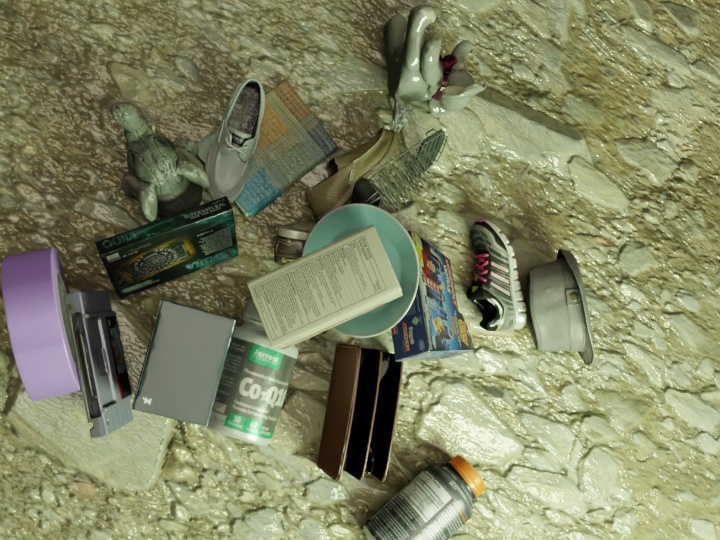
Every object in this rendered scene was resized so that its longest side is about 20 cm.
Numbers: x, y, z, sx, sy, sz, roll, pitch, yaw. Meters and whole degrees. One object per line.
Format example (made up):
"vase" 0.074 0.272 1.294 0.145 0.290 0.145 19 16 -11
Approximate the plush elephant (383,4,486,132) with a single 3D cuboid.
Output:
"plush elephant" 0.130 -0.329 1.265 0.152 0.164 0.204 1 93 -18

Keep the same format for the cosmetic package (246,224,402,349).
"cosmetic package" -0.048 0.027 1.085 0.197 0.087 0.105 -23 81 2

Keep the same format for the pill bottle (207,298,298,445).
"pill bottle" -0.161 0.154 1.168 0.112 0.113 0.203 19 81 -13

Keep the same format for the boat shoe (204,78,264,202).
"boat shoe" -0.195 -0.206 1.187 0.069 0.071 0.204 15 80 -13

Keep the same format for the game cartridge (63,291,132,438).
"game cartridge" -0.375 0.130 1.103 0.038 0.130 0.203 -12 89 3

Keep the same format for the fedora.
"fedora" 0.328 0.068 1.292 0.089 0.177 0.204 -8 89 4

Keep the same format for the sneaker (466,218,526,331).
"sneaker" 0.219 0.015 1.303 0.086 0.074 0.203 -18 95 -22

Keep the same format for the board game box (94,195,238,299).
"board game box" -0.283 -0.032 1.141 0.197 0.136 0.028 -21 64 -16

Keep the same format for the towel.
"towel" -0.154 -0.199 1.247 0.199 0.022 0.147 -40 96 -16

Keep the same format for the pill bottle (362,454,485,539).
"pill bottle" 0.109 0.389 1.227 0.199 0.106 0.107 -37 95 -15

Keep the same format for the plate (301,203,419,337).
"plate" 0.000 0.000 1.160 0.197 0.026 0.204 2 94 24

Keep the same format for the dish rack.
"dish rack" 0.065 -0.143 1.239 0.199 0.154 0.055 -34 78 -16

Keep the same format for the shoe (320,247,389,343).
"shoe" -0.004 0.032 1.201 0.053 0.070 0.202 14 116 -30

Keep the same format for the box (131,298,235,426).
"box" -0.257 0.130 1.098 0.106 0.200 0.151 16 82 -13

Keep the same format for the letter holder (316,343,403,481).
"letter holder" 0.008 0.224 1.193 0.099 0.142 0.203 11 82 -14

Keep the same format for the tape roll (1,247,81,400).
"tape roll" -0.437 0.073 1.053 0.065 0.200 0.203 -12 89 -16

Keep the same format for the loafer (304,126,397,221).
"loafer" -0.016 -0.168 1.253 0.067 0.076 0.201 43 76 -14

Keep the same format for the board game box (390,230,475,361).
"board game box" 0.115 0.066 1.240 0.061 0.199 0.203 -18 63 25

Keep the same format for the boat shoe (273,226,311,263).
"boat shoe" -0.043 -0.023 1.239 0.197 0.072 0.060 12 97 -17

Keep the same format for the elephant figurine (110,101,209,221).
"elephant figurine" -0.293 -0.141 1.105 0.153 0.200 0.144 18 88 -11
